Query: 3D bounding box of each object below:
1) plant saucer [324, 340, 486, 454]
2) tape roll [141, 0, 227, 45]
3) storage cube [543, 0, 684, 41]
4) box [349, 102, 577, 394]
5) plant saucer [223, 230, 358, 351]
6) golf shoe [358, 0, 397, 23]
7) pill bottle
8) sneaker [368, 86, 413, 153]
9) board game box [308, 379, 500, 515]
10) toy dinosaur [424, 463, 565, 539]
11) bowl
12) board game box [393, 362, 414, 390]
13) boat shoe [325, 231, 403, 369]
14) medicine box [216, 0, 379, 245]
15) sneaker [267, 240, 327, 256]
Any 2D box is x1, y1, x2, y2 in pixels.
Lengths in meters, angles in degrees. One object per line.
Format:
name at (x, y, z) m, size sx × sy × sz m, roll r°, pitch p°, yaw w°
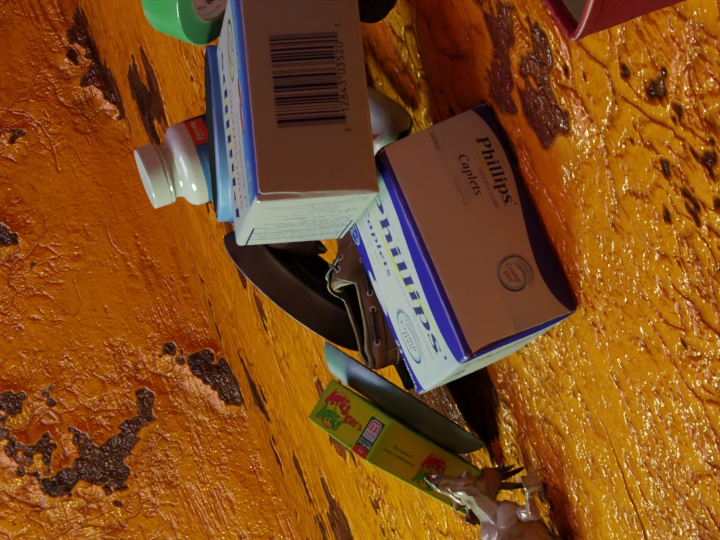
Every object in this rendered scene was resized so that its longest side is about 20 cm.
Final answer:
plant saucer at (0.041, 0.137, 1.443) m, size 0.199 × 0.028 × 0.200 m, roll 33°, pitch 178°, yaw 1°
tape roll at (-0.162, -0.343, 1.473) m, size 0.048 × 0.201 × 0.201 m, roll 22°, pitch 149°, yaw 15°
storage cube at (0.127, -0.220, 0.487) m, size 0.171 × 0.178 × 0.201 m, roll 97°, pitch 149°, yaw -63°
box at (0.076, -0.011, 1.169) m, size 0.200 × 0.104 × 0.186 m, roll 124°, pitch 124°, yaw -73°
plant saucer at (-0.060, 0.012, 1.515) m, size 0.200 × 0.035 × 0.200 m, roll 38°, pitch -168°, yaw -9°
golf shoe at (-0.031, -0.288, 1.233) m, size 0.201 × 0.077 × 0.095 m, roll 58°, pitch 164°, yaw 19°
pill bottle at (-0.192, -0.153, 1.836) m, size 0.112 × 0.198 × 0.113 m, roll 159°, pitch 90°, yaw -76°
sneaker at (-0.032, -0.163, 1.336) m, size 0.071 × 0.093 × 0.200 m, roll -59°, pitch 40°, yaw 11°
board game box at (0.048, 0.184, 1.403) m, size 0.200 × 0.048 × 0.101 m, roll 35°, pitch 176°, yaw -43°
toy dinosaur at (0.156, 0.255, 1.309) m, size 0.201 × 0.086 × 0.136 m, roll 53°, pitch 177°, yaw -1°
bowl at (-0.144, -0.149, 1.500) m, size 0.201 × 0.039 × 0.203 m, roll 176°, pitch 90°, yaw -82°
board game box at (0.041, 0.014, 1.477) m, size 0.201 × 0.045 × 0.153 m, roll 95°, pitch 152°, yaw -59°
boat shoe at (0.000, 0.000, 1.379) m, size 0.072 × 0.067 × 0.202 m, roll 111°, pitch 137°, yaw -67°
medicine box at (-0.058, -0.130, 1.168) m, size 0.200 × 0.102 × 0.184 m, roll 138°, pitch 127°, yaw -76°
sneaker at (-0.031, -0.106, 1.454) m, size 0.201 × 0.075 × 0.071 m, roll -59°, pitch 36°, yaw 20°
